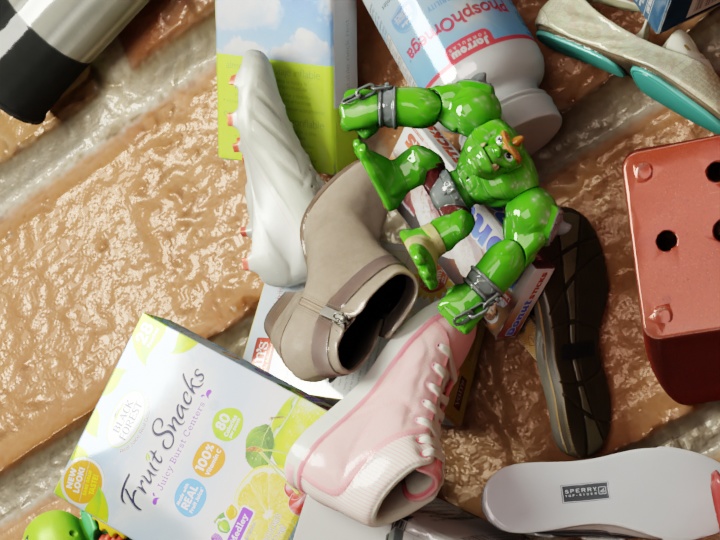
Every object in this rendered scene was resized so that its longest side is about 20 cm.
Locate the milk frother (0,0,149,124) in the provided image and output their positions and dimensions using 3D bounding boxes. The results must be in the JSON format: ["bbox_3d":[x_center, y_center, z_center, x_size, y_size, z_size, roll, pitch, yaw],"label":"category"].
[{"bbox_3d":[-0.315,-0.268,1.585,0.188,0.200,0.181,-45,63,14],"label":"milk frother"}]

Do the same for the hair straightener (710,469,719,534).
[{"bbox_3d":[0.314,0.241,1.289,0.077,0.041,0.201,-10,80,3],"label":"hair straightener"}]

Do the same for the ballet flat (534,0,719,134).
[{"bbox_3d":[0.227,-0.175,1.385,0.200,0.067,0.062,32,88,25],"label":"ballet flat"}]

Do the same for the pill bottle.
[{"bbox_3d":[0.082,-0.185,1.430,0.109,0.109,0.200,-34,70,18],"label":"pill bottle"}]

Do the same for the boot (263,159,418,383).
[{"bbox_3d":[0.000,0.000,1.382,0.146,0.070,0.200,12,71,60],"label":"boot"}]

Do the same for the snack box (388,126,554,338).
[{"bbox_3d":[0.082,-0.037,1.407,0.200,0.024,0.072,54,129,38],"label":"snack box"}]

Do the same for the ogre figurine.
[{"bbox_3d":[0.074,-0.067,1.327,0.120,0.098,0.200,-28,61,1],"label":"ogre figurine"}]

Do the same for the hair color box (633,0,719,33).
[{"bbox_3d":[0.228,-0.296,1.380,0.100,0.061,0.200,-25,70,-12],"label":"hair color box"}]

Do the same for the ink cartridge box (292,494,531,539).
[{"bbox_3d":[0.062,0.234,1.366,0.200,0.145,0.084,21,94,27],"label":"ink cartridge box"}]

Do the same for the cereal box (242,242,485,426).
[{"bbox_3d":[0.005,0.047,1.458,0.199,0.040,0.144,6,69,28],"label":"cereal box"}]

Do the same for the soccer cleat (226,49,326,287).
[{"bbox_3d":[-0.066,-0.087,1.467,0.077,0.069,0.201,-5,93,7],"label":"soccer cleat"}]

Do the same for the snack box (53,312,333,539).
[{"bbox_3d":[-0.123,0.153,1.417,0.200,0.068,0.169,26,90,19],"label":"snack box"}]

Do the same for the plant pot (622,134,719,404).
[{"bbox_3d":[0.287,-0.016,1.272,0.199,0.176,0.201,-10,79,25],"label":"plant pot"}]

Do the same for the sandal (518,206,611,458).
[{"bbox_3d":[0.158,0.050,1.394,0.055,0.082,0.201,-9,86,47],"label":"sandal"}]

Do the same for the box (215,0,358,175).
[{"bbox_3d":[-0.064,-0.189,1.497,0.122,0.048,0.201,10,111,27],"label":"box"}]

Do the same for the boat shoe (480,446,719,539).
[{"bbox_3d":[0.193,0.179,1.354,0.199,0.068,0.072,-5,78,3],"label":"boat shoe"}]

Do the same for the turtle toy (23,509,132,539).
[{"bbox_3d":[-0.206,0.212,1.523,0.200,0.101,0.146,-34,70,18],"label":"turtle toy"}]

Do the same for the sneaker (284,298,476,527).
[{"bbox_3d":[0.044,0.114,1.325,0.105,0.075,0.200,31,64,33],"label":"sneaker"}]
